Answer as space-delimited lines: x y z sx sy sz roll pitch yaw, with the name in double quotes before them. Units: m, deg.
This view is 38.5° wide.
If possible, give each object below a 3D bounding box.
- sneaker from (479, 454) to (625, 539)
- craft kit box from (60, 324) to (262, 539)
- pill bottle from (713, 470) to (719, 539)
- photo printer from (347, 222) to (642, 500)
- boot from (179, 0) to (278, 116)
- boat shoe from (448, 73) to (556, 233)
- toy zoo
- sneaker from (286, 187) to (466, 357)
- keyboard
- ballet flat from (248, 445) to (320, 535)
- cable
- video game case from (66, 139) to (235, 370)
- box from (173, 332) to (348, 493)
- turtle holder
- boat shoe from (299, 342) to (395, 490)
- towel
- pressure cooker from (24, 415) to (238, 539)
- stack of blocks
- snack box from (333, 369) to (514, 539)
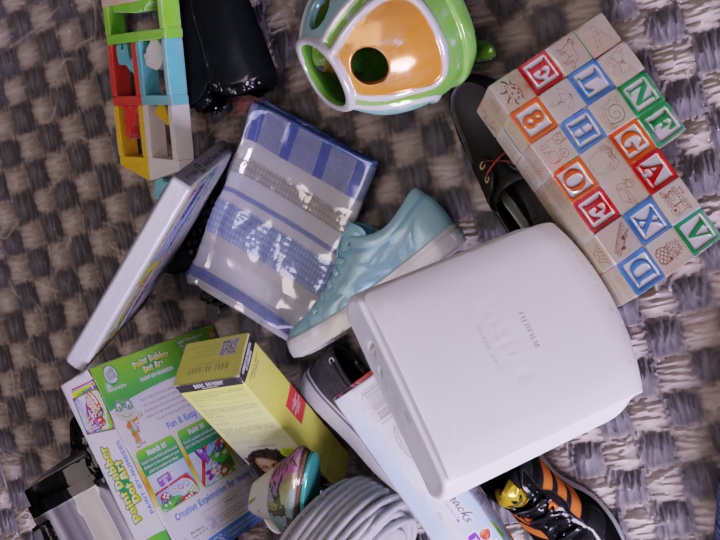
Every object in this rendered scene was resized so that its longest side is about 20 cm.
"sneaker" 0.150 0.202 0.903 0.070 0.090 0.200 -45 78 23
"craft kit box" -0.166 0.165 0.984 0.048 0.200 0.199 -26 86 26
"pill bottle" 0.335 0.201 0.806 0.110 0.111 0.203 6 100 24
"photo printer" 0.110 0.060 0.792 0.168 0.198 0.070 65 160 15
"boot" -0.103 -0.252 0.958 0.199 0.076 0.170 -21 85 33
"boat shoe" 0.137 -0.084 0.884 0.073 0.063 0.203 -35 81 27
"toy zoo" -0.208 -0.171 1.015 0.131 0.020 0.202 12 109 51
"sneaker" 0.000 0.000 0.955 0.199 0.074 0.082 -37 82 12
"keyboard" -0.119 -0.031 1.032 0.198 0.021 0.128 -16 91 27
"ballet flat" -0.065 0.224 0.966 0.070 0.070 0.201 9 146 16
"cable" -0.023 0.287 0.938 0.069 0.200 0.202 25 130 24
"video game case" -0.191 -0.021 0.962 0.022 0.182 0.201 33 107 -4
"box" -0.087 0.141 0.962 0.075 0.050 0.201 -12 133 26
"turtle holder" 0.009 -0.205 0.863 0.131 0.142 0.185 -36 53 -14
"boat shoe" 0.030 0.143 0.968 0.200 0.070 0.067 42 113 22
"towel" -0.080 -0.045 0.990 0.146 0.024 0.202 30 108 17
"pressure cooker" -0.237 0.233 1.041 0.175 0.178 0.201 -29 89 25
"stack of blocks" 0.199 -0.087 0.826 0.115 0.059 0.201 -32 82 -9
"snack box" 0.062 0.175 0.855 0.053 0.142 0.201 -36 79 2
